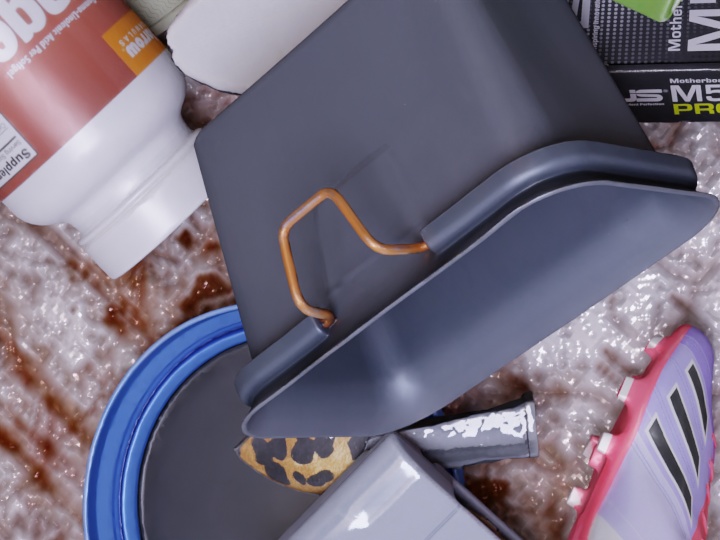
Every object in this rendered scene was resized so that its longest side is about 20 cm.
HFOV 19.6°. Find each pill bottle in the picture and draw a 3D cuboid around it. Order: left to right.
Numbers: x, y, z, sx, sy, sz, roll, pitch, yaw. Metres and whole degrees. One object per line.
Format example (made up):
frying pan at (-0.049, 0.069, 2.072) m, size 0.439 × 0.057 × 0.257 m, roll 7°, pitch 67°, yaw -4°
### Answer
pill bottle at (-0.158, -0.097, 1.018) m, size 0.112 × 0.112 × 0.200 m, roll -41°, pitch 99°, yaw 13°

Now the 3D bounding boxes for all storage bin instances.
storage bin at (0.017, -0.036, 0.848) m, size 0.200 × 0.145 × 0.135 m, roll -38°, pitch 64°, yaw 33°

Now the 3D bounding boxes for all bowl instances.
bowl at (-0.040, 0.116, 1.028) m, size 0.199 × 0.039 × 0.203 m, roll -1°, pitch 87°, yaw 19°

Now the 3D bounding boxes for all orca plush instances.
orca plush at (0.007, -0.135, 0.958) m, size 0.199 × 0.071 × 0.106 m, roll -32°, pitch 89°, yaw 31°

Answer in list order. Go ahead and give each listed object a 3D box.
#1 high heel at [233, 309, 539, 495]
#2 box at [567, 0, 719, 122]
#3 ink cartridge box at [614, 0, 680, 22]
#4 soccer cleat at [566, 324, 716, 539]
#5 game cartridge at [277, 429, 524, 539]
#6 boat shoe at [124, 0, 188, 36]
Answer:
high heel at (0.000, 0.000, 0.961) m, size 0.141 × 0.071 × 0.202 m, roll -8°, pitch 88°, yaw 4°
box at (0.166, -0.160, 0.918) m, size 0.159 × 0.044 × 0.202 m, roll 1°, pitch 62°, yaw 14°
ink cartridge box at (0.102, -0.202, 0.876) m, size 0.147 × 0.200 × 0.076 m, roll 26°, pitch 126°, yaw 9°
soccer cleat at (0.128, 0.113, 0.922) m, size 0.076 × 0.067 × 0.201 m, roll 26°, pitch 54°, yaw 4°
game cartridge at (0.042, 0.183, 0.954) m, size 0.200 × 0.042 × 0.133 m, roll 41°, pitch 98°, yaw -12°
boat shoe at (-0.085, -0.184, 1.051) m, size 0.072 × 0.068 × 0.200 m, roll 42°, pitch 116°, yaw -6°
